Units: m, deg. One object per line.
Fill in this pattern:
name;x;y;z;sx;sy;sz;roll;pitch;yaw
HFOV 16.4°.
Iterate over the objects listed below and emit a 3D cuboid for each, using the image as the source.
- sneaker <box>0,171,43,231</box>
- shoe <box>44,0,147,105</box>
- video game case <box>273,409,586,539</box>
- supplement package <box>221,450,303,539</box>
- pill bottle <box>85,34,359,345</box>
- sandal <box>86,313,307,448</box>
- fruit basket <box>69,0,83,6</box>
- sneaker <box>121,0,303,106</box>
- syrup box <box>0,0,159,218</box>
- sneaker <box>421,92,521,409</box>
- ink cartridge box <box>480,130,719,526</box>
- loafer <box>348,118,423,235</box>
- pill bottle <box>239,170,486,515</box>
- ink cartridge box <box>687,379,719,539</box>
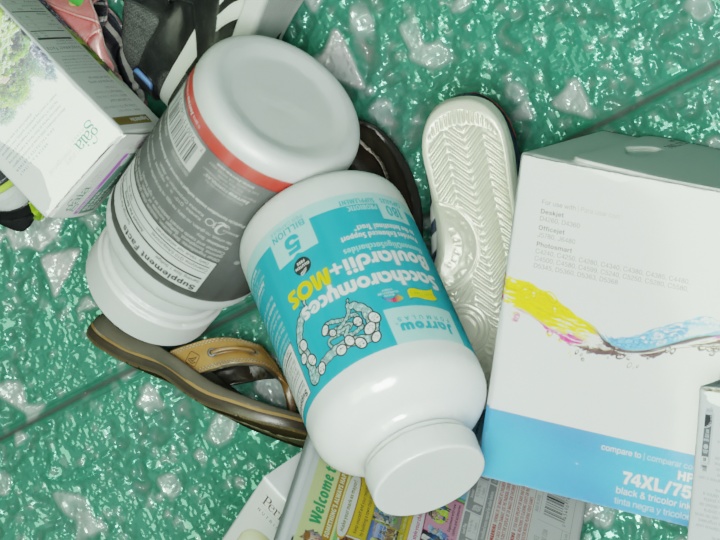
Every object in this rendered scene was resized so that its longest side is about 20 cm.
sneaker;-0.298;-0.063;1.753;0.200;0.072;0.083;15;146;41
shoe;-0.219;-0.179;1.704;0.091;0.071;0.200;-26;82;13
video game case;0.048;0.145;1.521;0.182;0.200;0.022;26;128;-6
supplement package;-0.010;0.215;1.592;0.152;0.151;0.200;43;127;14
pill bottle;-0.094;-0.047;1.601;0.116;0.116;0.200;49;132;11
sandal;-0.094;0.066;1.685;0.200;0.082;0.055;26;86;27
fruit basket;-0.152;-0.263;1.613;0.215;0.216;0.156;30;109;18
sneaker;-0.096;-0.193;1.635;0.112;0.073;0.200;34;112;16
syrup box;-0.229;-0.132;1.631;0.200;0.081;0.079;46;106;7
sneaker;0.078;-0.016;1.576;0.075;0.085;0.201;1;104;9
ink cartridge box;0.174;0.030;1.501;0.146;0.147;0.201;12;104;24
loafer;0.000;0.000;1.620;0.073;0.071;0.201;-8;95;26
pill bottle;0.007;0.046;1.494;0.111;0.111;0.200;-42;53;25
ink cartridge box;0.240;0.152;1.459;0.041;0.199;0.201;8;99;28
